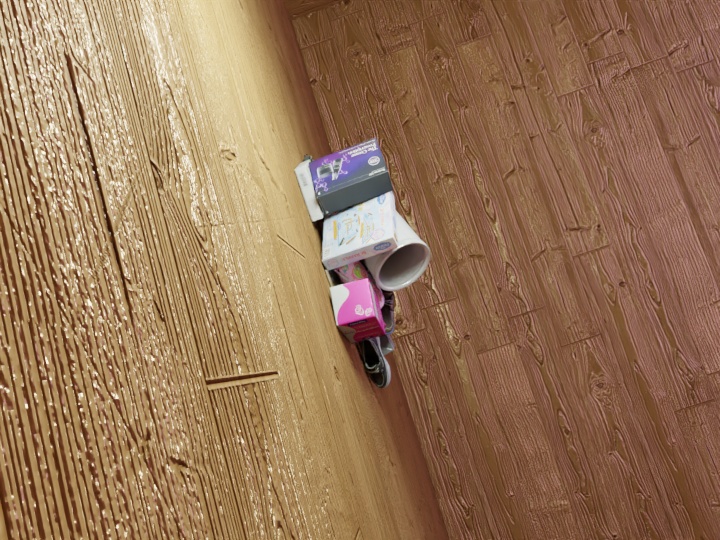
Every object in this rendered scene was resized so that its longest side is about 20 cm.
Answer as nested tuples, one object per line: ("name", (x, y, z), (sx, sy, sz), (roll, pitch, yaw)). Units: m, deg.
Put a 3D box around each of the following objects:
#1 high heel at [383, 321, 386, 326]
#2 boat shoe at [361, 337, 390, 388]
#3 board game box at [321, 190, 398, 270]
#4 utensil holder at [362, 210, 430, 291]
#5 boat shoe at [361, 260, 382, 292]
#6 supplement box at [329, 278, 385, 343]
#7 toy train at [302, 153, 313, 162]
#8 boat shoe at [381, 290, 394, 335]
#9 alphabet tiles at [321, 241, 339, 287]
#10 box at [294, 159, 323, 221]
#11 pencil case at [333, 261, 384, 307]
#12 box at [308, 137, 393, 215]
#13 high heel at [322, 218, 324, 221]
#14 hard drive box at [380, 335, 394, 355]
("high heel", (0.017, 0.117, 1.751), (0.202, 0.095, 0.068), (-104, 173, -45))
("boat shoe", (0.035, 0.271, 1.766), (0.071, 0.071, 0.203), (-53, 130, -58))
("board game box", (-0.003, -0.111, 1.559), (0.202, 0.196, 0.041), (-90, 156, -44))
("utensil holder", (0.072, -0.074, 1.649), (0.201, 0.168, 0.171), (56, -7, 37))
("boat shoe", (-0.002, 0.001, 1.726), (0.199, 0.073, 0.069), (43, 51, -17))
("supplement box", (-0.004, 0.106, 1.513), (0.200, 0.099, 0.105), (63, 15, -67))
("toy train", (-0.130, -0.263, 1.805), (0.203, 0.034, 0.046), (69, 11, 16))
("boat shoe", (0.067, 0.094, 1.789), (0.073, 0.071, 0.203), (108, -21, -52))
("alphabet tiles", (-0.077, 0.015, 1.633), (0.200, 0.006, 0.169), (-97, 170, -72))
("box", (-0.137, -0.224, 1.646), (0.200, 0.036, 0.147), (-90, 162, -75))
("pencil case", (-0.009, 0.030, 1.639), (0.201, 0.086, 0.088), (57, 11, -33))
("box", (-0.027, -0.252, 1.594), (0.079, 0.197, 0.143), (65, 6, -54))
("high heel", (-0.104, -0.201, 1.898), (0.096, 0.067, 0.200), (45, 6, -27))
("hard drive box", (0.043, 0.195, 1.911), (0.158, 0.076, 0.200), (64, 2, 4))
